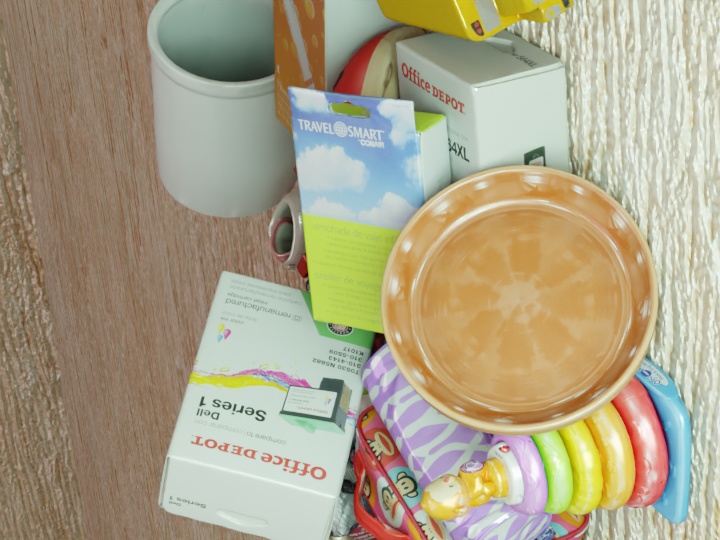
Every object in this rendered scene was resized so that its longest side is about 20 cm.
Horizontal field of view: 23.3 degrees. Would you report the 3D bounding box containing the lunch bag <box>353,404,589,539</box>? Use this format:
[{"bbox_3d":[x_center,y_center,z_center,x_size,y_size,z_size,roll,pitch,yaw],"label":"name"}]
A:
[{"bbox_3d":[0.080,0.189,1.478,0.082,0.176,0.200,96,152,-44],"label":"lunch bag"}]

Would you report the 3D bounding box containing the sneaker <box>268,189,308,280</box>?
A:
[{"bbox_3d":[-0.047,-0.013,1.791,0.075,0.104,0.201,56,153,39],"label":"sneaker"}]

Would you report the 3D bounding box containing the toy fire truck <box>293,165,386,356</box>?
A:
[{"bbox_3d":[0.000,0.000,1.551,0.200,0.049,0.141,58,153,12],"label":"toy fire truck"}]

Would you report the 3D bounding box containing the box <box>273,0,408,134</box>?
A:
[{"bbox_3d":[-0.013,-0.206,1.571,0.124,0.097,0.201,-128,31,-48],"label":"box"}]

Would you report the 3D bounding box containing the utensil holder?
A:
[{"bbox_3d":[-0.137,-0.178,1.827,0.200,0.169,0.170,96,152,-48],"label":"utensil holder"}]

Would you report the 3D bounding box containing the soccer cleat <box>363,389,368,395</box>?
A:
[{"bbox_3d":[0.013,0.119,1.777,0.200,0.081,0.068,10,128,46],"label":"soccer cleat"}]

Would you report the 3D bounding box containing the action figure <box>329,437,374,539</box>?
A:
[{"bbox_3d":[0.023,0.208,1.606,0.069,0.199,0.131,-124,22,-72],"label":"action figure"}]

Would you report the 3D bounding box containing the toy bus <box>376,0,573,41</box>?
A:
[{"bbox_3d":[0.079,-0.221,1.320,0.200,0.078,0.065,31,149,63],"label":"toy bus"}]

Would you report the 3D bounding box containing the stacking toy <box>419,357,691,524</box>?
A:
[{"bbox_3d":[0.133,0.139,1.263,0.116,0.199,0.110,-136,36,-57],"label":"stacking toy"}]

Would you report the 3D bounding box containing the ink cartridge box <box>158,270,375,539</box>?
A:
[{"bbox_3d":[-0.075,0.115,1.465,0.084,0.144,0.200,105,179,-51],"label":"ink cartridge box"}]

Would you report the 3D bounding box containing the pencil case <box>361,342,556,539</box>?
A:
[{"bbox_3d":[0.077,0.139,1.401,0.200,0.084,0.086,56,129,27],"label":"pencil case"}]

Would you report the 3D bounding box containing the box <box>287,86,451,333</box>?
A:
[{"bbox_3d":[0.012,-0.049,1.359,0.122,0.048,0.201,10,118,32],"label":"box"}]

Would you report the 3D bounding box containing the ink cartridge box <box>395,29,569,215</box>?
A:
[{"bbox_3d":[0.098,-0.080,1.379,0.146,0.084,0.201,-139,38,-58],"label":"ink cartridge box"}]

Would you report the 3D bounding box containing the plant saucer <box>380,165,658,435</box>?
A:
[{"bbox_3d":[0.114,0.022,1.259,0.032,0.200,0.201,61,-174,-69],"label":"plant saucer"}]

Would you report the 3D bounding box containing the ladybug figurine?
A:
[{"bbox_3d":[0.015,-0.121,1.469,0.136,0.072,0.200,67,-146,-51],"label":"ladybug figurine"}]

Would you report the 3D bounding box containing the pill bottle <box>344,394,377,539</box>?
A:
[{"bbox_3d":[0.023,0.230,1.701,0.200,0.109,0.110,61,164,-14],"label":"pill bottle"}]
